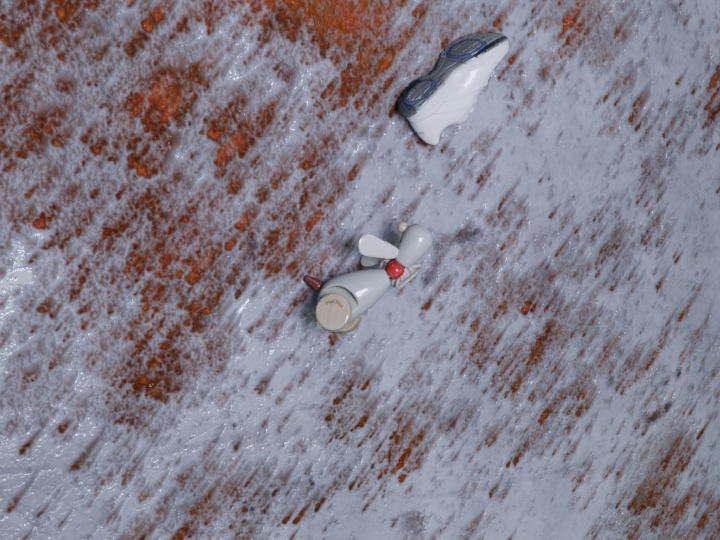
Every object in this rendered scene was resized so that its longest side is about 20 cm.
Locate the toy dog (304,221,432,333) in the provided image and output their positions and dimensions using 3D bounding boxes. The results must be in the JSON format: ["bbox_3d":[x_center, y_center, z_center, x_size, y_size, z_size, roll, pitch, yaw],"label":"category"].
[{"bbox_3d":[0.000,0.000,1.130,0.199,0.132,0.096,-40,79,-22],"label":"toy dog"}]

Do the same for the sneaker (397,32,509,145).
[{"bbox_3d":[0.140,-0.266,1.175,0.199,0.074,0.088,-42,130,-9],"label":"sneaker"}]
